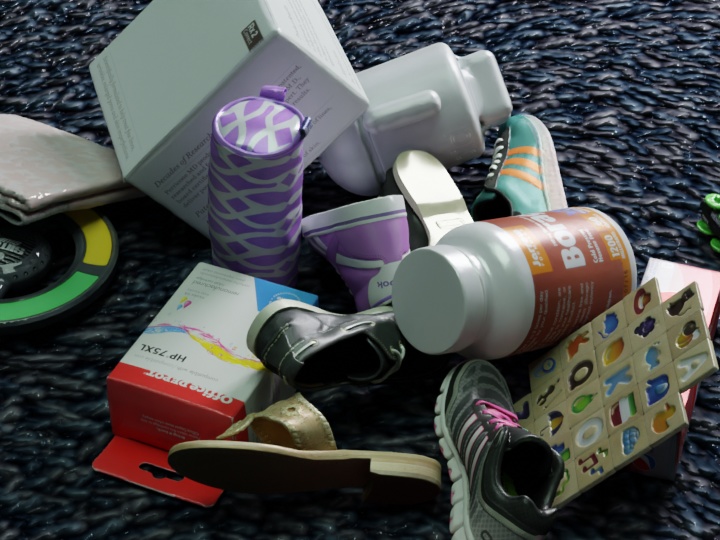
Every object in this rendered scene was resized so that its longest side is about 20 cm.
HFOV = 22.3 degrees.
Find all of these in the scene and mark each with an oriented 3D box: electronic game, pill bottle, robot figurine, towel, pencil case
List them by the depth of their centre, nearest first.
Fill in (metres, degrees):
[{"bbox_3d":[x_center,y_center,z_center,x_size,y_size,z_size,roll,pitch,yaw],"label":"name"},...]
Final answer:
[{"bbox_3d":[0.124,0.012,1.490,0.199,0.113,0.112,-10,35,-43],"label":"pill bottle"},{"bbox_3d":[-0.088,-0.060,1.557,0.083,0.201,0.086,10,45,3],"label":"pencil case"},{"bbox_3d":[-0.313,-0.011,1.619,0.198,0.042,0.201,0,39,0],"label":"electronic game"},{"bbox_3d":[-0.311,-0.096,1.682,0.199,0.032,0.191,22,23,29],"label":"towel"},{"bbox_3d":[0.040,-0.139,1.700,0.199,0.170,0.114,-20,83,3],"label":"robot figurine"}]

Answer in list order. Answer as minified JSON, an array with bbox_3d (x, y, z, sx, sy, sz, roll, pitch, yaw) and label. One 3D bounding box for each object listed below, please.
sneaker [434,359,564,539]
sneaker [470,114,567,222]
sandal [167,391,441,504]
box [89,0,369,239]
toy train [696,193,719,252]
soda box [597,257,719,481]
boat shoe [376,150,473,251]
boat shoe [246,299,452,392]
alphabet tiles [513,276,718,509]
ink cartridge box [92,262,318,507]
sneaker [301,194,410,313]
[{"bbox_3d":[0.110,0.137,1.377,0.073,0.087,0.201,28,37,-26],"label":"sneaker"},{"bbox_3d":[0.138,-0.076,1.673,0.079,0.072,0.201,-1,40,-7],"label":"sneaker"},{"bbox_3d":[-0.041,0.129,1.397,0.210,0.078,0.070,8,58,-10],"label":"sandal"},{"bbox_3d":[-0.124,-0.171,1.673,0.200,0.131,0.199,-42,39,15],"label":"box"},{"bbox_3d":[0.360,-0.004,1.612,0.056,0.042,0.200,-3,38,-19],"label":"toy train"},{"bbox_3d":[0.244,0.077,1.491,0.070,0.064,0.200,12,40,14],"label":"soda box"},{"bbox_3d":[0.070,-0.013,1.607,0.073,0.063,0.202,0,49,-30],"label":"boat shoe"},{"bbox_3d":[0.003,0.070,1.456,0.199,0.072,0.068,6,23,-43],"label":"boat shoe"},{"bbox_3d":[0.187,0.094,1.408,0.200,0.006,0.167,-37,30,25],"label":"alphabet tiles"},{"bbox_3d":[-0.124,0.089,1.473,0.115,0.068,0.200,15,42,18],"label":"ink cartridge box"},{"bbox_3d":[-0.001,0.000,1.570,0.072,0.115,0.200,-13,2,-10],"label":"sneaker"}]
